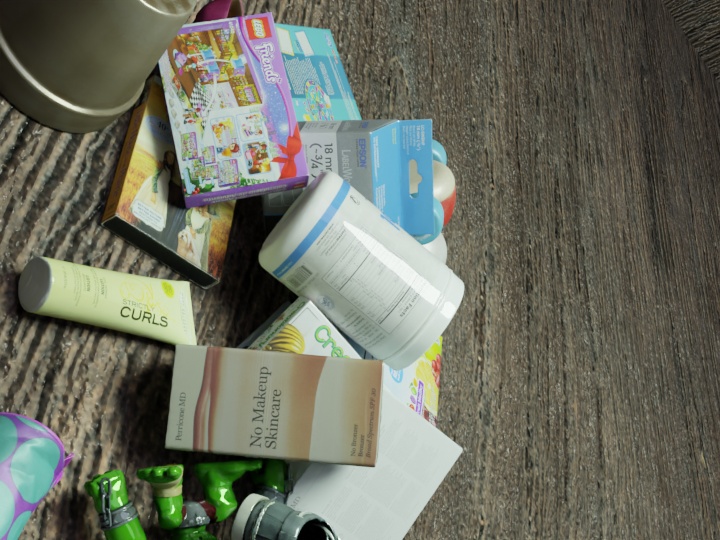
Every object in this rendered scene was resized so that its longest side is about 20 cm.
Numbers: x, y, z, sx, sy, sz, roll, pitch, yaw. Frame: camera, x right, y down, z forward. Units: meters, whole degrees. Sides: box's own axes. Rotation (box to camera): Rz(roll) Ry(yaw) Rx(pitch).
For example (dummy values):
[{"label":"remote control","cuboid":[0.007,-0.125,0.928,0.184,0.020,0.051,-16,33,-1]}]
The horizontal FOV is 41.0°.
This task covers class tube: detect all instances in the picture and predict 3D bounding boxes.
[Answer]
[{"label":"tube","cuboid":[-0.233,0.029,0.935,0.199,0.052,0.058,19,96,-53]}]

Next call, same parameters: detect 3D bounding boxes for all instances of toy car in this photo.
[{"label":"toy car","cuboid":[0.047,-0.043,1.291,0.185,0.175,0.202,-81,164,-56]}]

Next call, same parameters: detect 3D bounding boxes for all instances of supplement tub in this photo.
[{"label":"supplement tub","cuboid":[0.000,0.000,1.055,0.200,0.132,0.132,39,41,-12]}]

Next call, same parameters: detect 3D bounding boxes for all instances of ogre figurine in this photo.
[{"label":"ogre figurine","cuboid":[-0.147,0.235,0.877,0.199,0.097,0.121,9,74,-58]}]

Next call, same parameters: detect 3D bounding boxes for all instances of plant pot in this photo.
[{"label":"plant pot","cuboid":[-0.260,-0.265,0.957,0.199,0.173,0.202,31,47,-40]}]

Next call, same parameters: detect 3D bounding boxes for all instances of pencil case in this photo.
[{"label":"pencil case","cuboid":[-0.293,0.205,0.720,0.092,0.085,0.201,30,47,-19]}]

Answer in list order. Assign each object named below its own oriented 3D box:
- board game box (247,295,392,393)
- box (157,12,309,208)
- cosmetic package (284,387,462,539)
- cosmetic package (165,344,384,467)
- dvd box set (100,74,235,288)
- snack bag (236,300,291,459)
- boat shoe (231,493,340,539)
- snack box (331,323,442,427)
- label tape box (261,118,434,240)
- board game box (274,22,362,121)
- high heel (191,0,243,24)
[{"label":"board game box","cuboid":[-0.041,0.143,1.036,0.126,0.035,0.200,-45,112,-11]},{"label":"box","cuboid":[-0.143,-0.177,1.054,0.135,0.039,0.202,-10,75,-11]},{"label":"cosmetic package","cuboid":[-0.006,0.226,1.015,0.151,0.052,0.201,41,82,-29]},{"label":"cosmetic package","cuboid":[-0.078,0.129,0.927,0.087,0.198,0.105,76,18,-83]},{"label":"dvd box set","cuboid":[-0.199,-0.099,1.065,0.146,0.029,0.201,37,45,-36]},{"label":"snack bag","cuboid":[-0.083,0.156,1.083,0.190,0.021,0.200,59,35,-9]},{"label":"boat shoe","cuboid":[-0.053,0.260,0.889,0.073,0.061,0.200,-70,154,-22]},{"label":"snack box","cuboid":[0.014,0.103,1.170,0.200,0.067,0.170,40,39,-30]},{"label":"label tape box","cuboid":[-0.015,-0.098,1.122,0.063,0.198,0.146,-74,162,-69]},{"label":"board game box","cuboid":[-0.090,-0.249,1.282,0.199,0.047,0.152,-12,81,-55]},{"label":"high heel","cuboid":[-0.146,-0.224,1.103,0.067,0.096,0.201,9,48,-61]}]
